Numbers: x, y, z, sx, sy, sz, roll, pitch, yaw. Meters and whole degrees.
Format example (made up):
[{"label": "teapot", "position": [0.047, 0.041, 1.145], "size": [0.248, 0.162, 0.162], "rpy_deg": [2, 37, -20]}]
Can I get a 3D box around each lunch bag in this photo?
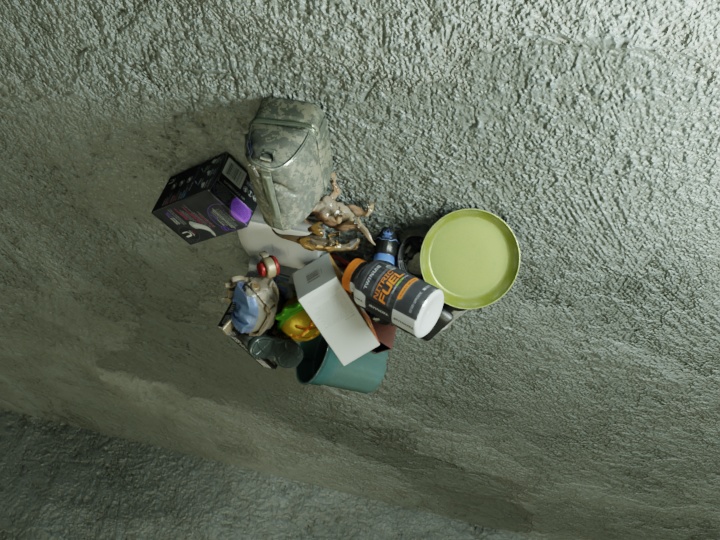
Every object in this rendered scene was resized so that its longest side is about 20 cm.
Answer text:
[{"label": "lunch bag", "position": [-0.137, -0.190, 1.289], "size": [0.138, 0.169, 0.201], "rpy_deg": [9, 147, 9]}]

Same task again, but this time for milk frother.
[{"label": "milk frother", "position": [0.153, 0.027, 1.540], "size": [0.200, 0.180, 0.188], "rpy_deg": [51, 145, 7]}]

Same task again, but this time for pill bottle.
[{"label": "pill bottle", "position": [0.059, 0.046, 1.417], "size": [0.199, 0.106, 0.107], "rpy_deg": [26, 155, 27]}]

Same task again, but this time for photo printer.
[{"label": "photo printer", "position": [-0.177, -0.077, 1.574], "size": [0.198, 0.070, 0.167], "rpy_deg": [12, 148, 6]}]

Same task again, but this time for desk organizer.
[{"label": "desk organizer", "position": [0.000, 0.129, 1.806], "size": [0.199, 0.078, 0.071], "rpy_deg": [35, 143, -28]}]

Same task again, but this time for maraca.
[{"label": "maraca", "position": [-0.142, 0.109, 1.707], "size": [0.136, 0.107, 0.200], "rpy_deg": [-30, 161, -6]}]

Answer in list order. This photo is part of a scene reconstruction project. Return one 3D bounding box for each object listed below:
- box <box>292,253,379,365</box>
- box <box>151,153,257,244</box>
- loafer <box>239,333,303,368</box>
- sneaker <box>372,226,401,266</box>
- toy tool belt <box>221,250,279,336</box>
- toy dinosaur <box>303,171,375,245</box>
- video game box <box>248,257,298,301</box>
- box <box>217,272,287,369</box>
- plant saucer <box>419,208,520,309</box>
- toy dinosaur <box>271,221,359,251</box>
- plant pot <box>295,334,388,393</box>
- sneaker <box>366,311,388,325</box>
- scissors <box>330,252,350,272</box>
[{"label": "box", "position": [-0.054, 0.085, 1.549], "size": [0.097, 0.125, 0.201], "rpy_deg": [-30, 119, 3]}, {"label": "box", "position": [-0.322, -0.147, 1.494], "size": [0.199, 0.107, 0.122], "rpy_deg": [-13, 137, 38]}, {"label": "loafer", "position": [-0.212, 0.182, 1.702], "size": [0.063, 0.072, 0.200], "rpy_deg": [31, 180, 35]}, {"label": "sneaker", "position": [0.060, -0.035, 1.546], "size": [0.069, 0.079, 0.200], "rpy_deg": [11, 169, 2]}, {"label": "toy tool belt", "position": [-0.249, 0.061, 1.575], "size": [0.122, 0.125, 0.201], "rpy_deg": [-18, 141, -31]}, {"label": "toy dinosaur", "position": [-0.059, -0.114, 1.455], "size": [0.199, 0.087, 0.135], "rpy_deg": [30, 145, -27]}, {"label": "video game box", "position": [-0.185, 0.042, 1.786], "size": [0.198, 0.047, 0.183], "rpy_deg": [16, 150, 0]}, {"label": "box", "position": [-0.244, 0.126, 1.743], "size": [0.049, 0.159, 0.200], "rpy_deg": [6, 148, 36]}, {"label": "plant saucer", "position": [0.218, -0.024, 1.417], "size": [0.198, 0.202, 0.031], "rpy_deg": [15, -170, 2]}, {"label": "toy dinosaur", "position": [-0.103, -0.059, 1.429], "size": [0.198, 0.061, 0.106], "rpy_deg": [11, 167, 8]}, {"label": "plant pot", "position": [-0.045, 0.234, 1.897], "size": [0.195, 0.202, 0.200], "rpy_deg": [22, 149, -24]}, {"label": "sneaker", "position": [0.042, 0.073, 1.612], "size": [0.111, 0.077, 0.199], "rpy_deg": [-28, 157, 27]}, {"label": "scissors", "position": [0.000, 0.000, 1.597], "size": [0.199, 0.014, 0.073], "rpy_deg": [18, 157, 43]}]
